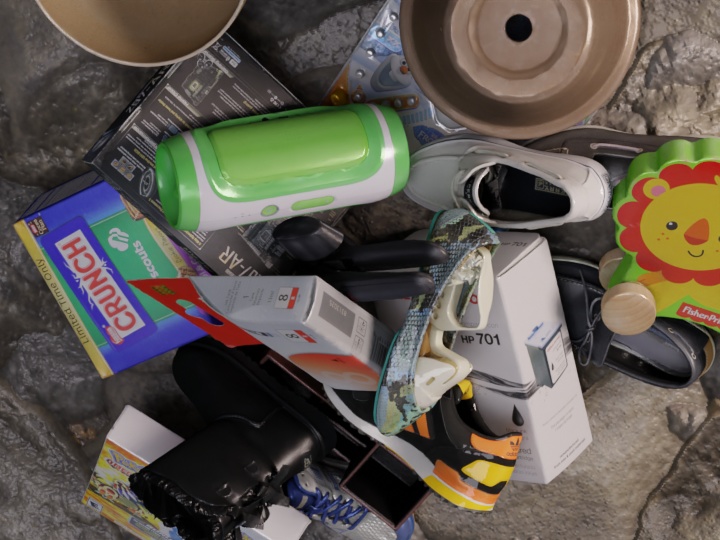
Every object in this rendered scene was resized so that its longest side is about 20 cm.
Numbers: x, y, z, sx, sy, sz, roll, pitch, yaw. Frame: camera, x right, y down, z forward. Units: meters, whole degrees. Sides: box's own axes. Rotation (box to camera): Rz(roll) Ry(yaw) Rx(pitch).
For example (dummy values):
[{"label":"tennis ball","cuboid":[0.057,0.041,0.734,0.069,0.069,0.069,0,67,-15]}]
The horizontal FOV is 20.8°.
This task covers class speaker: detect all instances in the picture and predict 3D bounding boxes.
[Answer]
[{"label":"speaker","cuboid":[-0.064,-0.086,1.620,0.199,0.088,0.089,-10,115,-18]}]

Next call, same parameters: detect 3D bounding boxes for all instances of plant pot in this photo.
[{"label":"plant pot","cuboid":[0.126,-0.195,1.530,0.199,0.175,0.201,1,100,4]},{"label":"plant pot","cuboid":[-0.166,-0.283,1.614,0.199,0.135,0.201,5,114,12]}]

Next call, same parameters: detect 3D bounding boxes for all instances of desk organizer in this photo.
[{"label":"desk organizer","cuboid":[-0.016,0.141,1.795,0.200,0.077,0.072,38,117,-4]}]

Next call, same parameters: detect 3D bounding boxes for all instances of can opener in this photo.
[{"label":"can opener","cuboid":[0.000,0.000,1.595,0.078,0.200,0.064,27,79,-35]}]

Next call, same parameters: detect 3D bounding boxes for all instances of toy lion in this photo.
[{"label":"toy lion","cuboid":[0.294,-0.019,1.608,0.199,0.069,0.192,19,130,-9]}]

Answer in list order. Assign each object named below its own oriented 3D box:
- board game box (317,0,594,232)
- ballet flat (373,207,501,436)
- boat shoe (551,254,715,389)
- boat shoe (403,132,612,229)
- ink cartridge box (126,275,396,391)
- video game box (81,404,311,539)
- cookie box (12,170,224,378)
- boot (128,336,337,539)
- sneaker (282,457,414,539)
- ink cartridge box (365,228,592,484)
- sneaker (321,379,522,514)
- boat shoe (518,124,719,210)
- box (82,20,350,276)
[{"label":"board game box","cuboid":[0.088,-0.149,1.667,0.200,0.026,0.200,35,118,-2]},{"label":"ballet flat","cuboid":[0.066,0.051,1.592,0.074,0.074,0.201,17,103,7]},{"label":"boat shoe","cuboid":[0.212,0.045,1.701,0.199,0.062,0.075,25,120,6]},{"label":"boat shoe","cuboid":[0.107,-0.068,1.616,0.199,0.066,0.072,14,110,35]},{"label":"ink cartridge box","cuboid":[-0.080,0.054,1.643,0.199,0.050,0.162,-4,155,33]},{"label":"video game box","cuboid":[-0.158,0.225,1.839,0.200,0.047,0.182,32,148,1]},{"label":"cookie box","cuboid":[-0.184,-0.019,1.769,0.199,0.075,0.172,-23,105,23]},{"label":"boot","cuboid":[-0.136,0.152,1.727,0.198,0.162,0.074,31,140,28]},{"label":"sneaker","cuboid":[-0.044,0.211,1.829,0.200,0.088,0.075,30,116,-1]},{"label":"ink cartridge box","cuboid":[0.104,0.074,1.704,0.146,0.086,0.201,3,119,39]},{"label":"sneaker","cuboid":[0.057,0.119,1.675,0.200,0.070,0.090,39,107,29]},{"label":"boat shoe","cuboid":[0.218,-0.080,1.628,0.199,0.057,0.067,-1,121,5]},{"label":"box","cuboid":[-0.110,-0.088,1.673,0.200,0.044,0.160,41,82,-18]}]
